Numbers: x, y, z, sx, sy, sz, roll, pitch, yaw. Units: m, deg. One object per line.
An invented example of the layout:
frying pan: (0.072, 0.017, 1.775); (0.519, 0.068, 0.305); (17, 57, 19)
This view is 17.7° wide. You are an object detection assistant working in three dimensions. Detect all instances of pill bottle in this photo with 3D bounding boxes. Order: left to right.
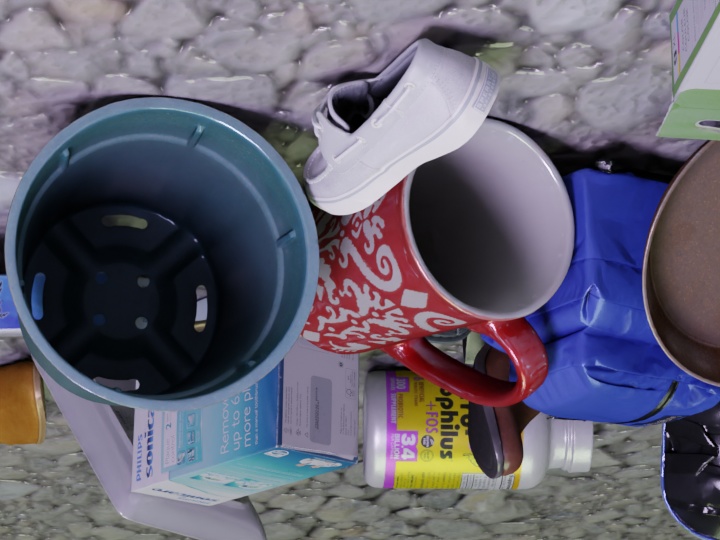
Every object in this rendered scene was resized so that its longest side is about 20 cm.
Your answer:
pill bottle: (0.102, 0.141, 2.046); (0.199, 0.105, 0.104); (0, 161, -2)

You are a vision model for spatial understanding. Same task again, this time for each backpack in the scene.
backpack: (0.199, 0.024, 1.611); (0.199, 0.169, 0.162); (7, 169, -28)
backpack: (0.359, 0.156, 1.977); (0.199, 0.184, 0.147); (6, -176, 12)

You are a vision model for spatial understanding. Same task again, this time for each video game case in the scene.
video game case: (-0.264, 0.027, 1.735); (0.199, 0.046, 0.181); (-2, 177, 5)

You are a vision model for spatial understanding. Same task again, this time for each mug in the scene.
mug: (0.034, 0.007, 1.560); (0.133, 0.178, 0.200); (3, 167, -31)

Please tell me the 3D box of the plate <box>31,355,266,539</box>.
plate: (-0.175, 0.149, 1.997); (0.032, 0.200, 0.200); (-46, 144, 16)

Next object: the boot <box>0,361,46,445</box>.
boot: (-0.354, 0.123, 2.040); (0.143, 0.071, 0.201); (-1, 168, -15)

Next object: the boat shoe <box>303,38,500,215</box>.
boat shoe: (0.008, -0.091, 1.432); (0.068, 0.072, 0.200); (31, 157, -19)

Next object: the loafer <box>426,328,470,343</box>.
loafer: (0.000, 0.000, 1.714); (0.200, 0.072, 0.063); (23, 171, -35)

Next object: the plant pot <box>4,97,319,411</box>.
plant pot: (-0.147, 0.005, 1.542); (0.199, 0.201, 0.196); (5, 169, -14)

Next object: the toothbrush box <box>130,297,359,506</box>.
toothbrush box: (-0.093, 0.097, 1.853); (0.085, 0.147, 0.200); (15, 157, -36)

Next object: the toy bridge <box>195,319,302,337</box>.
toy bridge: (-0.120, 0.051, 1.731); (0.199, 0.027, 0.067); (-12, 175, 31)

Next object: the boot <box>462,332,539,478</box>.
boot: (0.182, 0.091, 1.794); (0.199, 0.189, 0.069); (3, 123, -3)

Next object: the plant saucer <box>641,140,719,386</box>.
plant saucer: (0.265, -0.020, 1.508); (0.200, 0.201, 0.034); (10, -162, -26)

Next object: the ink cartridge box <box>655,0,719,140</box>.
ink cartridge box: (0.234, -0.135, 1.300); (0.103, 0.060, 0.200); (2, 161, -4)
